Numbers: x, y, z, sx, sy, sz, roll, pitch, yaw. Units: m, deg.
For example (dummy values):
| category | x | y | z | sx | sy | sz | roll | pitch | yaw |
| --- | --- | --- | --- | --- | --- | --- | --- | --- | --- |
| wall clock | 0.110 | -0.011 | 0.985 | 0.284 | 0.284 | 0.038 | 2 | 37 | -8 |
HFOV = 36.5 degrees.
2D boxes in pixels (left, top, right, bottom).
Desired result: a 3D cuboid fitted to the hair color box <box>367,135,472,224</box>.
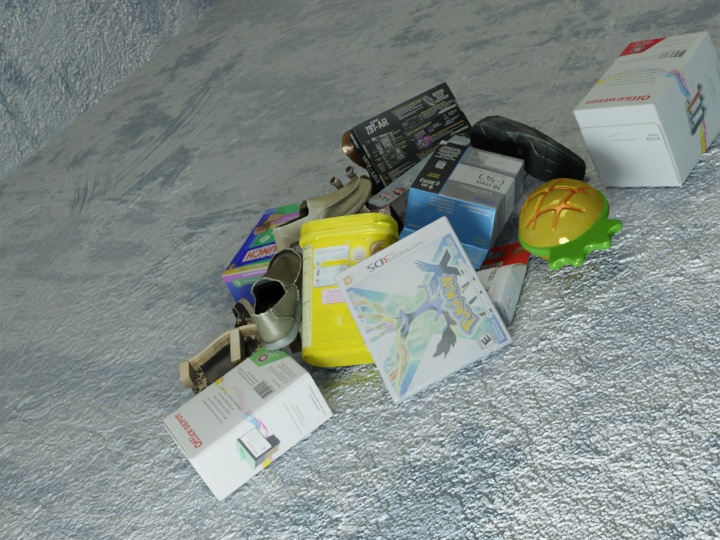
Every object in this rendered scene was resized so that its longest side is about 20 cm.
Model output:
| category | x | y | z | sx | sy | sz | roll | pitch | yaw |
| --- | --- | --- | --- | --- | --- | --- | --- | --- | --- |
| hair color box | 0.118 | -0.127 | 1.826 | 0.199 | 0.100 | 0.060 | -38 | 29 | -16 |

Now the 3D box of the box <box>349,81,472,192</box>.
| category | x | y | z | sx | sy | sz | roll | pitch | yaw |
| --- | --- | --- | --- | --- | --- | --- | --- | --- | --- |
| box | 0.102 | -0.214 | 1.902 | 0.198 | 0.162 | 0.044 | -28 | -8 | -16 |

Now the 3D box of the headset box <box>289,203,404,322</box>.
| category | x | y | z | sx | sy | sz | roll | pitch | yaw |
| --- | --- | --- | --- | --- | --- | --- | --- | --- | --- |
| headset box | 0.000 | 0.000 | 1.692 | 0.197 | 0.075 | 0.150 | -22 | 55 | 14 |

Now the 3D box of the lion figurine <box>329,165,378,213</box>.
| category | x | y | z | sx | sy | sz | roll | pitch | yaw |
| --- | --- | --- | --- | --- | --- | --- | --- | --- | --- |
| lion figurine | 0.015 | -0.112 | 1.922 | 0.072 | 0.122 | 0.202 | -35 | 41 | 18 |

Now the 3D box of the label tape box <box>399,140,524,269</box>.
| category | x | y | z | sx | sy | sz | roll | pitch | yaw |
| --- | --- | --- | --- | --- | --- | --- | --- | --- | --- |
| label tape box | 0.152 | -0.105 | 1.658 | 0.142 | 0.064 | 0.201 | 15 | 45 | 20 |

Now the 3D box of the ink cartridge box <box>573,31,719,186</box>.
| category | x | y | z | sx | sy | sz | roll | pitch | yaw |
| --- | --- | --- | --- | --- | --- | --- | --- | --- | --- |
| ink cartridge box | 0.445 | -0.241 | 1.657 | 0.144 | 0.146 | 0.200 | 4 | 41 | 47 |

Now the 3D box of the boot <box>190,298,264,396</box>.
| category | x | y | z | sx | sy | sz | roll | pitch | yaw |
| --- | --- | --- | --- | --- | --- | --- | --- | --- | --- |
| boot | -0.210 | 0.133 | 1.731 | 0.149 | 0.074 | 0.200 | -31 | 36 | -6 |

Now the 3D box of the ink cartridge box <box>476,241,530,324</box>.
| category | x | y | z | sx | sy | sz | roll | pitch | yaw |
| --- | --- | --- | --- | --- | --- | --- | --- | --- | --- |
| ink cartridge box | 0.161 | 0.012 | 1.609 | 0.160 | 0.057 | 0.201 | -12 | 36 | 30 |

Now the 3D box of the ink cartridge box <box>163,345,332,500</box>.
| category | x | y | z | sx | sy | sz | roll | pitch | yaw |
| --- | --- | --- | --- | --- | --- | --- | --- | --- | --- |
| ink cartridge box | -0.161 | 0.208 | 1.539 | 0.199 | 0.085 | 0.144 | -36 | 28 | -14 |

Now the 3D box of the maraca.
| category | x | y | z | sx | sy | sz | roll | pitch | yaw |
| --- | --- | --- | --- | --- | --- | --- | --- | --- | --- |
| maraca | 0.292 | -0.063 | 1.542 | 0.136 | 0.107 | 0.201 | -34 | 27 | 5 |

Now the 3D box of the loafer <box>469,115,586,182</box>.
| category | x | y | z | sx | sy | sz | roll | pitch | yaw |
| --- | --- | --- | --- | --- | --- | --- | --- | --- | --- |
| loafer | 0.277 | -0.203 | 1.762 | 0.198 | 0.073 | 0.072 | 28 | 44 | 15 |

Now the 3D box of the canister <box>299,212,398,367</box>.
| category | x | y | z | sx | sy | sz | roll | pitch | yaw |
| --- | --- | --- | --- | --- | --- | --- | --- | --- | --- |
| canister | -0.017 | 0.031 | 1.587 | 0.146 | 0.087 | 0.203 | -7 | 71 | 19 |

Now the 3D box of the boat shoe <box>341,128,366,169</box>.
| category | x | y | z | sx | sy | sz | roll | pitch | yaw |
| --- | --- | --- | --- | --- | --- | --- | --- | --- | --- |
| boat shoe | 0.057 | -0.205 | 1.963 | 0.070 | 0.197 | 0.071 | -108 | 39 | -73 |

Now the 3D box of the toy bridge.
| category | x | y | z | sx | sy | sz | roll | pitch | yaw |
| --- | --- | --- | --- | --- | --- | --- | --- | --- | --- |
| toy bridge | -0.186 | 0.119 | 1.653 | 0.197 | 0.027 | 0.068 | -18 | 46 | 8 |

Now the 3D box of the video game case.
| category | x | y | z | sx | sy | sz | roll | pitch | yaw |
| --- | --- | --- | --- | --- | --- | --- | --- | --- | --- |
| video game case | 0.083 | 0.052 | 1.499 | 0.180 | 0.022 | 0.202 | -28 | 71 | 2 |

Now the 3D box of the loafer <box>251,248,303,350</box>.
| category | x | y | z | sx | sy | sz | roll | pitch | yaw |
| --- | --- | --- | --- | --- | --- | --- | --- | --- | --- |
| loafer | -0.118 | 0.027 | 1.622 | 0.074 | 0.070 | 0.201 | -20 | 35 | 16 |

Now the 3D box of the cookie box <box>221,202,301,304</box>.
| category | x | y | z | sx | sy | sz | roll | pitch | yaw |
| --- | --- | --- | --- | --- | --- | --- | --- | --- | --- |
| cookie box | -0.126 | -0.036 | 1.930 | 0.169 | 0.076 | 0.201 | -9 | 34 | 31 |

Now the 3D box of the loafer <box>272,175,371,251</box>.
| category | x | y | z | sx | sy | sz | roll | pitch | yaw |
| --- | --- | --- | --- | --- | --- | --- | --- | --- | --- |
| loafer | -0.064 | -0.096 | 1.800 | 0.200 | 0.069 | 0.075 | -42 | 16 | -15 |
